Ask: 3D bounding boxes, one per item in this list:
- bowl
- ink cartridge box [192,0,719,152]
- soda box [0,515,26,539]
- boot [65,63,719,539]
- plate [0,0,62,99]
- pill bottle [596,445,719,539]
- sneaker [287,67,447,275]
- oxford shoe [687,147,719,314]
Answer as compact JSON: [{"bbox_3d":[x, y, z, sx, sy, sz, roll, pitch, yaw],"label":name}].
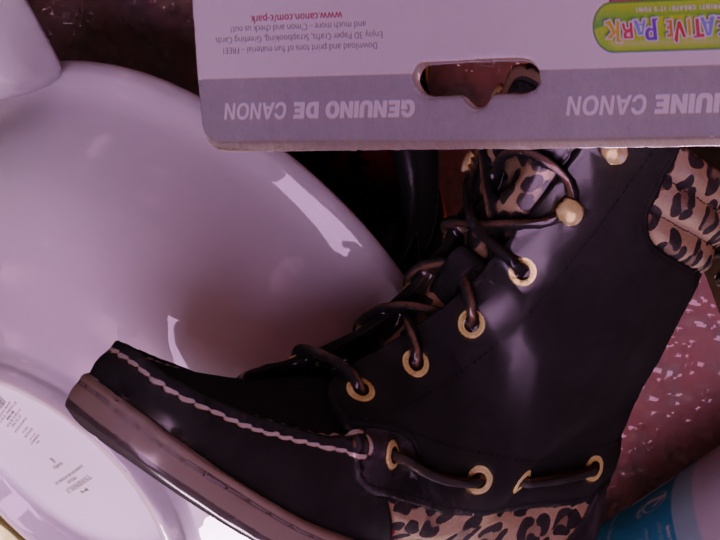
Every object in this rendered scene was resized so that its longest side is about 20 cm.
[{"bbox_3d":[-0.071,0.039,0.834,0.200,0.090,0.202,27,145,21],"label":"bowl"},{"bbox_3d":[0.048,-0.124,0.713,0.199,0.084,0.177,2,99,35],"label":"ink cartridge box"},{"bbox_3d":[-0.144,0.083,0.903,0.064,0.068,0.200,-29,128,14],"label":"soda box"},{"bbox_3d":[0.021,0.012,0.737,0.199,0.073,0.151,23,95,-40],"label":"boot"},{"bbox_3d":[-0.207,-0.105,0.744,0.198,0.033,0.200,5,150,17],"label":"plate"},{"bbox_3d":[0.093,0.151,0.913,0.200,0.111,0.111,-37,108,24],"label":"pill bottle"},{"bbox_3d":[0.000,0.000,0.855,0.069,0.090,0.201,-6,117,11],"label":"sneaker"},{"bbox_3d":[0.133,-0.025,0.828,0.072,0.085,0.201,-25,111,22],"label":"oxford shoe"}]
